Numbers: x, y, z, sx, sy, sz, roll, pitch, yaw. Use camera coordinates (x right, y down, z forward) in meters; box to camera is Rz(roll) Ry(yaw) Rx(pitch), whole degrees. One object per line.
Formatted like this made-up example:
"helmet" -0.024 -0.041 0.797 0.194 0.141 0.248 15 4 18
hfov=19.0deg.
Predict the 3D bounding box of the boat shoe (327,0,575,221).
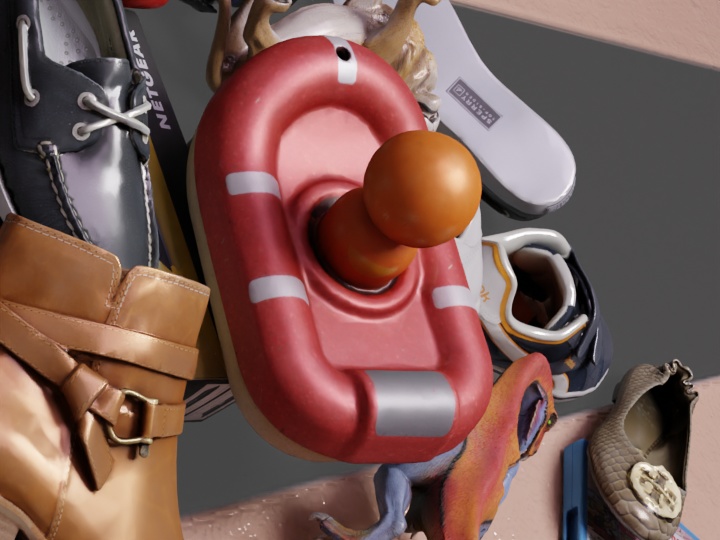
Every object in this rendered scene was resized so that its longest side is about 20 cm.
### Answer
"boat shoe" 0.048 -0.107 1.301 0.069 0.057 0.200 -39 85 -19

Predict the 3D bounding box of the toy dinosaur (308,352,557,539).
"toy dinosaur" 0.060 0.104 1.047 0.181 0.200 0.105 -40 116 -29

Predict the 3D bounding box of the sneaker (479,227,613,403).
"sneaker" 0.107 0.027 1.247 0.200 0.079 0.079 11 54 -54

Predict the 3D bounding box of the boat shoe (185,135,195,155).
"boat shoe" -0.050 -0.049 1.115 0.200 0.057 0.067 -15 81 -65

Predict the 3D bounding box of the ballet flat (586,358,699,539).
"ballet flat" 0.176 0.101 1.281 0.067 0.046 0.200 49 21 -7

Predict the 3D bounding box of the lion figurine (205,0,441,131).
"lion figurine" -0.028 -0.121 1.177 0.200 0.123 0.073 0 49 -38

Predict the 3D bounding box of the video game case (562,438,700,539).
"video game case" 0.164 0.209 1.225 0.143 0.018 0.200 41 35 -27

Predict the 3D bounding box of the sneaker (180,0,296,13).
"sneaker" -0.094 -0.179 1.140 0.078 0.070 0.200 58 28 13

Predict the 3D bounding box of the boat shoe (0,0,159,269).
"boat shoe" -0.123 -0.076 0.908 0.076 0.060 0.200 1 62 -55

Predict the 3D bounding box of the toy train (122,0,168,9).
"toy train" -0.064 -0.161 0.991 0.116 0.200 0.085 -1 102 -35

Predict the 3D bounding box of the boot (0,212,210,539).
"boot" -0.088 0.079 0.848 0.200 0.074 0.155 29 74 -37

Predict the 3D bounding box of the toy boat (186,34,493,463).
"toy boat" 0.005 -0.020 0.959 0.130 0.131 0.200 2 61 -36

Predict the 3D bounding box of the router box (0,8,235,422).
"router box" -0.136 -0.029 0.961 0.157 0.052 0.200 2 62 -55

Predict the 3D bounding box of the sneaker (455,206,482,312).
"sneaker" 0.000 0.000 1.076 0.075 0.089 0.200 22 20 26
